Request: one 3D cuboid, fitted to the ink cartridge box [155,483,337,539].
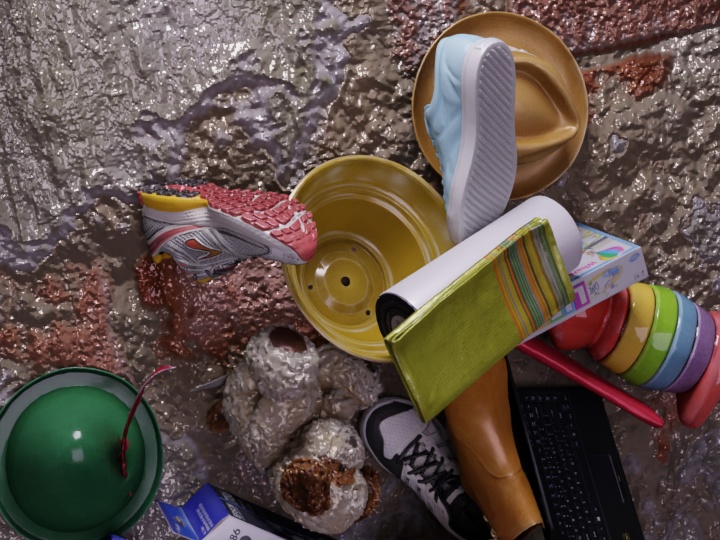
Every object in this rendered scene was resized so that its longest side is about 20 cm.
[{"bbox_3d":[-0.095,0.256,1.153,0.198,0.099,0.040,27,89,-22],"label":"ink cartridge box"}]

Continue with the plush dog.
[{"bbox_3d":[-0.055,0.164,1.112,0.160,0.200,0.173,-36,66,15],"label":"plush dog"}]

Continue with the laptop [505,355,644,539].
[{"bbox_3d":[0.213,0.181,1.188,0.198,0.103,0.179,4,61,-31],"label":"laptop"}]

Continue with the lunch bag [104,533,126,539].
[{"bbox_3d":[-0.219,0.357,1.133,0.150,0.094,0.201,36,81,-22],"label":"lunch bag"}]

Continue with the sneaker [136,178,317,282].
[{"bbox_3d":[-0.116,-0.029,1.069,0.077,0.198,0.083,-18,114,-47],"label":"sneaker"}]

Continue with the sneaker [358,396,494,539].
[{"bbox_3d":[0.083,0.206,1.215,0.076,0.088,0.200,-47,108,-5],"label":"sneaker"}]

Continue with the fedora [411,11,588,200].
[{"bbox_3d":[0.151,-0.160,1.185,0.198,0.082,0.204,-3,100,-19],"label":"fedora"}]

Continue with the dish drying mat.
[{"bbox_3d":[0.214,0.102,1.222,0.198,0.077,0.018,31,95,-3],"label":"dish drying mat"}]

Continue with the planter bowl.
[{"bbox_3d":[0.000,0.000,1.140,0.198,0.083,0.203,10,67,-24],"label":"planter bowl"}]

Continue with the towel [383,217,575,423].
[{"bbox_3d":[0.108,0.040,1.033,0.199,0.018,0.087,-36,109,-28],"label":"towel"}]

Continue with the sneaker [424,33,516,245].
[{"bbox_3d":[0.097,-0.123,1.122,0.073,0.082,0.203,-12,117,-37],"label":"sneaker"}]

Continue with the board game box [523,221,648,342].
[{"bbox_3d":[0.165,0.018,1.189,0.198,0.134,0.035,-26,111,-13],"label":"board game box"}]

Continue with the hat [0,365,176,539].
[{"bbox_3d":[-0.242,0.177,1.048,0.163,0.176,0.203,-10,101,-17],"label":"hat"}]

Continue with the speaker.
[{"bbox_3d":[0.112,0.009,1.092,0.199,0.081,0.082,-32,108,-29],"label":"speaker"}]

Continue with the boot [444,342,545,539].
[{"bbox_3d":[0.129,0.166,1.101,0.070,0.202,0.145,-20,59,-12],"label":"boot"}]

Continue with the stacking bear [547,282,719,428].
[{"bbox_3d":[0.279,0.064,1.252,0.198,0.122,0.115,20,124,-8],"label":"stacking bear"}]
